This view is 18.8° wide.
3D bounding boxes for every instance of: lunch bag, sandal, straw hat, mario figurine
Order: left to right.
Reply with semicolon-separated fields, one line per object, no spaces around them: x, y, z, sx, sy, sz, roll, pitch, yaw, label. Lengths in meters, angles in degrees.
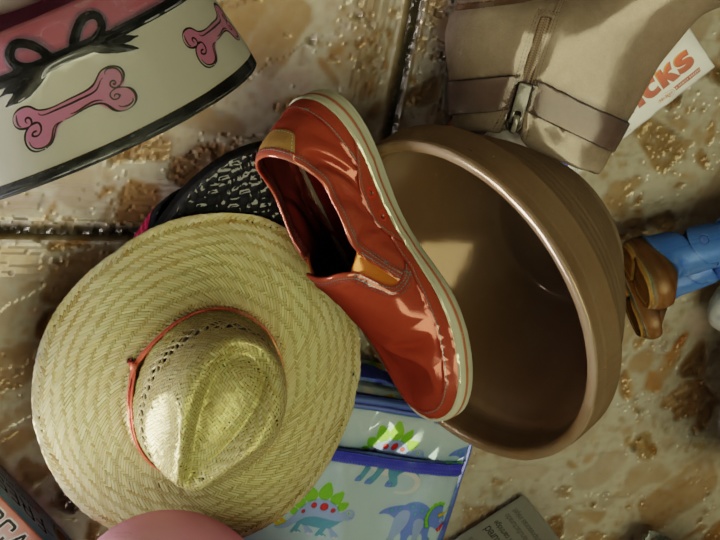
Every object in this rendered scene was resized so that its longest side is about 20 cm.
-0.100;-0.013;1.261;0.200;0.045;0.075;-40;120;15;sandal
-0.083;0.072;1.203;0.199;0.085;0.203;-3;104;-14;straw hat
-0.038;0.128;1.336;0.199;0.082;0.162;13;108;-29;lunch bag
0.267;-0.007;1.372;0.199;0.123;0.107;-22;104;-6;mario figurine

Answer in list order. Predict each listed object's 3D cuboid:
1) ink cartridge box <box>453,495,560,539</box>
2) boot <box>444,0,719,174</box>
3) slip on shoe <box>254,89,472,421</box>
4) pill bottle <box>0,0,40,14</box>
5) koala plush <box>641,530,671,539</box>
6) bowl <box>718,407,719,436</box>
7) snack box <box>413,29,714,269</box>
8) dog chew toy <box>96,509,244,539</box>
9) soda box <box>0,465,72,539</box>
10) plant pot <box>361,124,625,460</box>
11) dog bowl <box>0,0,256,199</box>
0.066;0.260;1.409;0.199;0.147;0.083;-33;124;-5;ink cartridge box
0.149;-0.128;1.257;0.198;0.070;0.148;13;95;2;boot
0.000;0.000;1.207;0.061;0.074;0.201;-38;110;-35;slip on shoe
-0.203;-0.233;1.053;0.111;0.112;0.201;-26;123;-8;pill bottle
0.244;0.282;1.495;0.183;0.177;0.201;-26;124;-22;koala plush
0.312;0.068;1.420;0.200;0.201;0.091;-21;81;-12;bowl
0.114;-0.091;1.308;0.199;0.024;0.072;-38;112;0;snack box
-0.072;0.205;1.218;0.199;0.125;0.125;20;108;-46;dog chew toy
-0.234;0.143;1.269;0.068;0.064;0.200;-38;124;-1;soda box
0.085;-0.001;1.237;0.092;0.200;0.202;-33;128;-33;plant pot
-0.156;-0.101;1.101;0.199;0.200;0.074;-24;105;-10;dog bowl
